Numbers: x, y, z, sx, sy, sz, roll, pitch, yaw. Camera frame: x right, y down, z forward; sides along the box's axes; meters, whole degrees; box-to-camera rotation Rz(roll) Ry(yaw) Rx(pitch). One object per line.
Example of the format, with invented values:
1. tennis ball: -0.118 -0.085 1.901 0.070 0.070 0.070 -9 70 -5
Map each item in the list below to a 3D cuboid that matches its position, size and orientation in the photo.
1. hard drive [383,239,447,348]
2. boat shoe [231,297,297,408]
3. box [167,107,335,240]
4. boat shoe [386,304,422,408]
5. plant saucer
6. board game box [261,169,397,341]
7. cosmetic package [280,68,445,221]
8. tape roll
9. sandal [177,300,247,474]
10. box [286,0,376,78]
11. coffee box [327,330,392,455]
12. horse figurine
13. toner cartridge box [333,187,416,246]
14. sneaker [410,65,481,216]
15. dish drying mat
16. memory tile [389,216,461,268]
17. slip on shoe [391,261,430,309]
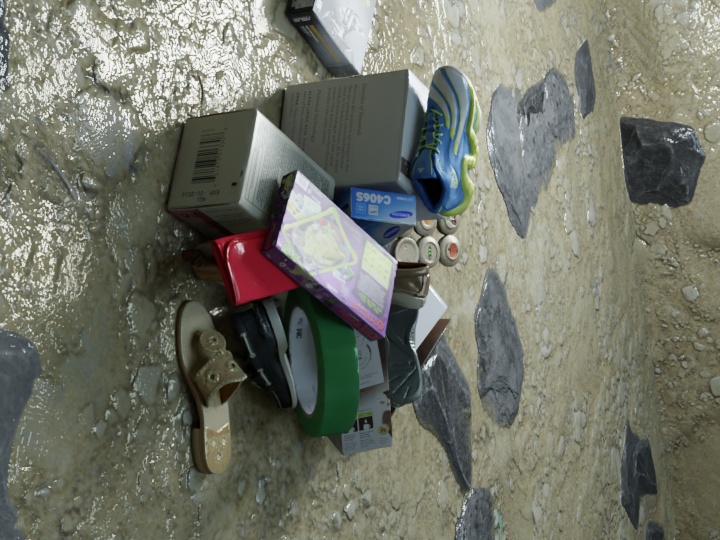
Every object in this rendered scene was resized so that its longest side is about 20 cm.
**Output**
1. hard drive: 0.038 0.020 1.525 0.200 0.025 0.132 52 50 -12
2. boat shoe: -0.123 0.114 1.300 0.076 0.060 0.201 -117 -167 -46
3. box: -0.130 -0.095 1.256 0.200 0.108 0.129 39 54 -55
4. boat shoe: 0.048 0.096 1.459 0.065 0.074 0.203 128 -45 -70
5. plant saucer: 0.081 0.155 1.614 0.201 0.034 0.200 -57 174 -9
6. board game box: -0.032 -0.016 1.217 0.200 0.032 0.121 42 40 -33
7. cosmetic package: 0.009 -0.167 1.426 0.165 0.199 0.166 28 63 -58
8. tape roll: -0.054 0.114 1.312 0.048 0.200 0.202 -6 94 -17
9. sandal: -0.165 0.140 1.212 0.078 0.069 0.213 -12 98 -62
10. box: -0.036 -0.419 1.524 0.158 0.048 0.201 45 50 -51
11. coffee box: -0.014 0.141 1.417 0.113 0.079 0.201 -148 -129 -68
12. horse figurine: -0.147 0.000 1.228 0.199 0.132 0.050 23 70 -45
13. toner cartridge box: -0.008 -0.059 1.370 0.094 0.200 0.043 4 75 -22
14. sneaker: 0.110 -0.166 1.326 0.105 0.075 0.201 -25 112 -59
15. dish drying mat: -0.092 -0.014 1.173 0.200 0.018 0.077 -16 86 -56
16. memory tile: 0.100 -0.102 1.559 0.153 0.017 0.201 -3 91 -40
17. slip on shoe: 0.000 0.000 1.406 0.076 0.199 0.061 -59 163 -73
